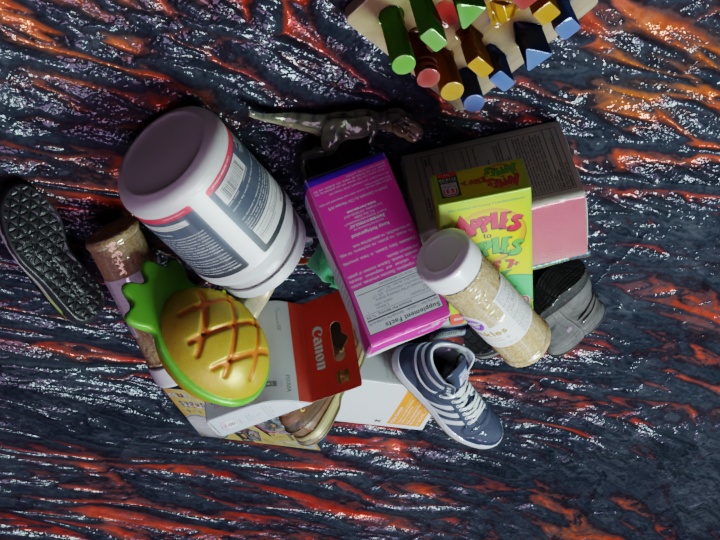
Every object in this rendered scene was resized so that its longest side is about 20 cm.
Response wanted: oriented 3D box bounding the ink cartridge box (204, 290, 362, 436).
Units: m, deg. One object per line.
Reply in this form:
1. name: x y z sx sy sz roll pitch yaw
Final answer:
1. ink cartridge box: -0.108 0.105 1.557 0.198 0.164 0.057 -23 139 15

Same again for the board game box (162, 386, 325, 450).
1. board game box: -0.158 0.190 1.678 0.198 0.035 0.136 3 145 24

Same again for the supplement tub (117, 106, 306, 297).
1. supplement tub: -0.163 -0.073 1.362 0.139 0.141 0.200 -26 137 16

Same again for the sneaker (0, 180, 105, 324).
1. sneaker: -0.376 -0.015 1.431 0.072 0.082 0.201 -40 122 -27

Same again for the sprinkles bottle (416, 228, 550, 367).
1. sprinkles bottle: 0.138 0.033 1.337 0.068 0.069 0.200 -29 135 19

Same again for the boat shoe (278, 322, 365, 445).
1. boat shoe: -0.048 0.126 1.586 0.072 0.202 0.068 -9 137 46

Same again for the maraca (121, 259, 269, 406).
1. maraca: -0.186 0.071 1.391 0.200 0.137 0.107 43 129 -9

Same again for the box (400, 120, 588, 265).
1. box: 0.158 -0.077 1.442 0.197 0.129 0.110 -13 139 2

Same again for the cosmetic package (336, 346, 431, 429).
1. cosmetic package: 0.013 0.161 1.720 0.198 0.072 0.102 9 136 -21

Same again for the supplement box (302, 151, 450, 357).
1. supplement box: 0.016 -0.015 1.381 0.102 0.202 0.101 -20 172 -7

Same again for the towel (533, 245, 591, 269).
1. towel: 0.177 -0.015 1.518 0.197 0.147 0.022 -13 105 1

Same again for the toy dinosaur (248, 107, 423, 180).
1. toy dinosaur: -0.031 -0.149 1.384 0.197 0.048 0.089 0 131 -10

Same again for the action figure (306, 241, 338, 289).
1. action figure: 0.000 0.000 1.531 0.118 0.055 0.200 -44 153 -11

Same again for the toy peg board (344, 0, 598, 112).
1. toy peg board: 0.124 -0.250 1.263 0.199 0.099 0.198 -36 133 26

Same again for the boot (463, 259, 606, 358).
1. boot: 0.245 0.082 1.659 0.199 0.070 0.132 -32 137 1

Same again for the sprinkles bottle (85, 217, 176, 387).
1. sprinkles bottle: -0.255 0.039 1.450 0.068 0.068 0.202 -20 111 10

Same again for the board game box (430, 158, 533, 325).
1. board game box: 0.138 -0.028 1.359 0.100 0.048 0.201 -11 138 0

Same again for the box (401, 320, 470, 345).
1. box: 0.091 0.049 1.596 0.119 0.033 0.200 -8 160 -4

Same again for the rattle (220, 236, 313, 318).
1. rattle: -0.156 0.000 1.482 0.143 0.130 0.200 42 147 4

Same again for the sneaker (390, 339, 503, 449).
1. sneaker: 0.138 0.168 1.647 0.200 0.070 0.108 42 151 -14
